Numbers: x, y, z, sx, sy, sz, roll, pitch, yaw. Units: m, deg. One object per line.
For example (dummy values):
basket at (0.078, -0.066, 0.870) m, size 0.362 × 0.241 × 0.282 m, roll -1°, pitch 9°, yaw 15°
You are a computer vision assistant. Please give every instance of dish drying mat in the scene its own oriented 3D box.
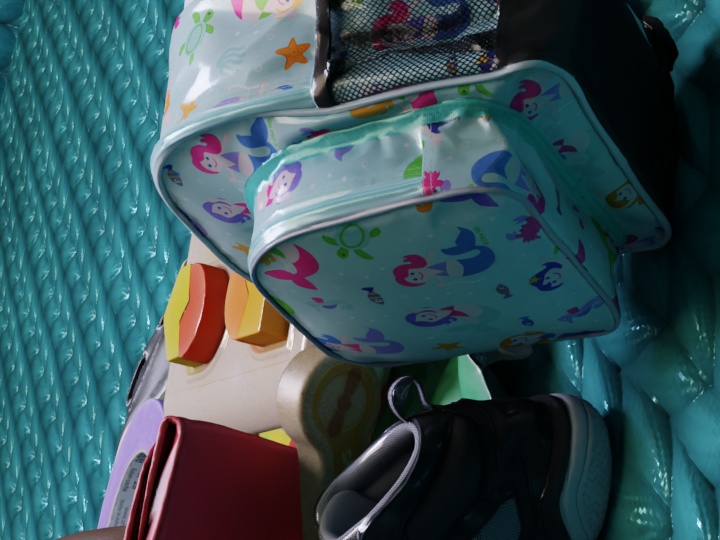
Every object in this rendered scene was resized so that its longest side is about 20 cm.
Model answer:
dish drying mat at (-0.049, 0.113, 1.162) m, size 0.200 × 0.018 × 0.077 m, roll 26°, pitch -105°, yaw -65°

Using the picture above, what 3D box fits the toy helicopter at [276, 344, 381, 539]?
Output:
toy helicopter at (-0.016, 0.131, 1.135) m, size 0.079 × 0.132 × 0.200 m, roll 15°, pitch 115°, yaw 54°

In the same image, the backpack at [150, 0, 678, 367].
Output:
backpack at (0.017, -0.048, 1.066) m, size 0.178 × 0.200 × 0.151 m, roll 48°, pitch -135°, yaw -54°

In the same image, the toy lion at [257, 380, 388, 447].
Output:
toy lion at (-0.016, 0.088, 1.423) m, size 0.200 × 0.069 × 0.192 m, roll -105°, pitch 37°, yaw -59°

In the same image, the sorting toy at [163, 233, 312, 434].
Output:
sorting toy at (-0.059, -0.016, 1.342) m, size 0.185 × 0.036 × 0.200 m, roll -19°, pitch 64°, yaw 63°

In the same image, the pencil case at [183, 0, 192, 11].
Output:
pencil case at (0.015, -0.107, 1.181) m, size 0.083 × 0.200 × 0.091 m, roll 102°, pitch 171°, yaw -45°

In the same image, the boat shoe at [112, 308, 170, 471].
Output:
boat shoe at (-0.119, 0.080, 1.753) m, size 0.066 × 0.074 × 0.200 m, roll -118°, pitch 42°, yaw -70°

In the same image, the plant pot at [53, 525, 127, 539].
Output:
plant pot at (-0.110, 0.204, 1.329) m, size 0.200 × 0.187 × 0.187 m, roll 20°, pitch 98°, yaw 60°

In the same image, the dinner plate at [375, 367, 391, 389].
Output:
dinner plate at (0.000, 0.000, 1.280) m, size 0.200 × 0.024 × 0.201 m, roll -173°, pitch 90°, yaw -78°

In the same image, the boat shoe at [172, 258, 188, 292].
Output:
boat shoe at (-0.081, 0.025, 1.544) m, size 0.200 × 0.066 × 0.074 m, roll 61°, pitch -132°, yaw -78°

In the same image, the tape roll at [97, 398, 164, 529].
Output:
tape roll at (-0.109, 0.185, 1.622) m, size 0.200 × 0.085 × 0.200 m, roll -169°, pitch 90°, yaw -75°

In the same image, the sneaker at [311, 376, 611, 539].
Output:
sneaker at (0.032, 0.142, 1.087) m, size 0.075 × 0.114 × 0.200 m, roll 5°, pitch 82°, yaw 67°

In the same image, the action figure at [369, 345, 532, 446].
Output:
action figure at (0.028, 0.095, 1.257) m, size 0.118 × 0.055 × 0.200 m, roll -100°, pitch 25°, yaw -49°
